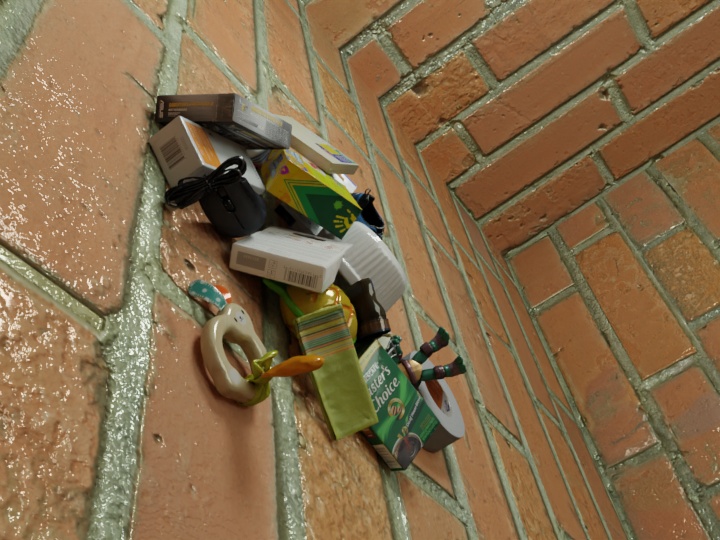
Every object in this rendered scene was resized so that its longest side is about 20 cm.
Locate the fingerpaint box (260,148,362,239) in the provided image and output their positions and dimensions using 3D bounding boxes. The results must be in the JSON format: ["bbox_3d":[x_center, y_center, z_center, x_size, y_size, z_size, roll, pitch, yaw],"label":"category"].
[{"bbox_3d":[-0.098,-0.154,1.465,0.166,0.074,0.200,33,10,-20],"label":"fingerpaint box"}]

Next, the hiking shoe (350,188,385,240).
[{"bbox_3d":[0.015,-0.069,1.604,0.074,0.086,0.201,-46,122,-40],"label":"hiking shoe"}]

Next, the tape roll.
[{"bbox_3d":[0.133,0.267,1.596,0.201,0.066,0.201,50,19,-24],"label":"tape roll"}]

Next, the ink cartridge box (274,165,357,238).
[{"bbox_3d":[-0.090,-0.150,1.619,0.099,0.039,0.200,45,45,-7],"label":"ink cartridge box"}]

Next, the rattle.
[{"bbox_3d":[-0.147,0.068,1.055,0.130,0.143,0.201,17,45,-37],"label":"rattle"}]

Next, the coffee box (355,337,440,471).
[{"bbox_3d":[0.040,0.230,1.336,0.123,0.044,0.201,-45,104,-35],"label":"coffee box"}]

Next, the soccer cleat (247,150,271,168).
[{"bbox_3d":[-0.199,-0.252,1.565,0.070,0.086,0.200,57,14,1],"label":"soccer cleat"}]

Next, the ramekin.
[{"bbox_3d":[0.000,0.000,1.501,0.200,0.105,0.200,49,-12,14],"label":"ramekin"}]

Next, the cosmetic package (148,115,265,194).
[{"bbox_3d":[-0.252,-0.175,1.306,0.102,0.071,0.200,62,16,16],"label":"cosmetic package"}]

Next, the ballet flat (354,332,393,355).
[{"bbox_3d":[0.040,0.154,1.538,0.075,0.074,0.200,58,16,5],"label":"ballet flat"}]

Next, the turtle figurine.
[{"bbox_3d":[0.091,0.191,1.467,0.151,0.199,0.101,66,-18,3],"label":"turtle figurine"}]

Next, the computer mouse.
[{"bbox_3d":[-0.207,-0.096,1.230,0.053,0.138,0.200,66,7,22],"label":"computer mouse"}]

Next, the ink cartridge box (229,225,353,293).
[{"bbox_3d":[-0.111,-0.024,1.313,0.160,0.050,0.200,14,13,9],"label":"ink cartridge box"}]

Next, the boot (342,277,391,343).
[{"bbox_3d":[-0.001,0.077,1.393,0.200,0.074,0.098,145,-67,-68],"label":"boot"}]

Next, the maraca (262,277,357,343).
[{"bbox_3d":[-0.086,0.057,1.302,0.200,0.107,0.137,41,12,9],"label":"maraca"}]

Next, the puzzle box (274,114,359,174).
[{"bbox_3d":[-0.108,-0.262,1.610,0.200,0.026,0.133,37,18,17],"label":"puzzle box"}]

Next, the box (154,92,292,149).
[{"bbox_3d":[-0.235,-0.258,1.363,0.200,0.157,0.049,13,81,-66],"label":"box"}]

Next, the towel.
[{"bbox_3d":[-0.037,0.158,1.223,0.018,0.086,0.201,-18,-90,68],"label":"towel"}]

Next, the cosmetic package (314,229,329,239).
[{"bbox_3d":[-0.069,-0.097,1.667,0.082,0.051,0.201,-27,83,-44],"label":"cosmetic package"}]
